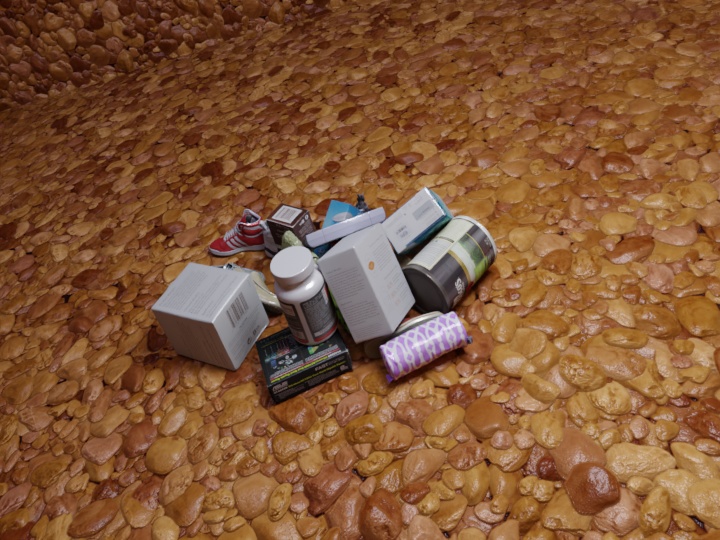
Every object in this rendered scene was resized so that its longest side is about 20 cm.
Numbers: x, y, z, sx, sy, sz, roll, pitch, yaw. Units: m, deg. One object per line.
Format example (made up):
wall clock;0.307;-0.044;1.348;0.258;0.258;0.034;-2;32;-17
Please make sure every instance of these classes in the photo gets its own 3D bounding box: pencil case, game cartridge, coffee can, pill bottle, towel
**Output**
pencil case;0.137;0.162;1.397;0.195;0.087;0.085;-22;44;-5
game cartridge;-0.038;-0.097;1.546;0.195;0.041;0.133;-21;-2;-8
coffee can;0.203;-0.009;1.512;0.144;0.149;0.200;24;55;39
pill bottle;-0.123;0.055;1.425;0.112;0.203;0.118;-9;40;8
towel;-0.151;0.019;1.584;0.036;0.205;0.148;-16;40;-32

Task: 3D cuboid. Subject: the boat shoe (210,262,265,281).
boat shoe;-0.355;0.017;1.754;0.195;0.073;0.071;-3;42;17

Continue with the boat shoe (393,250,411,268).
boat shoe;0.063;-0.009;1.627;0.196;0.064;0.074;9;79;34

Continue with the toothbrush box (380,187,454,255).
toothbrush box;0.143;-0.114;1.580;0.145;0.200;0.086;-38;81;12

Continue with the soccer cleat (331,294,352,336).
soccer cleat;-0.030;0.088;1.562;0.079;0.069;0.200;-21;38;-23

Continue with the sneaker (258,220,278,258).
sneaker;-0.185;-0.095;1.779;0.194;0.117;0.076;-1;42;19

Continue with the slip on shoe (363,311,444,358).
slip on shoe;0.097;0.133;1.459;0.195;0.075;0.062;-21;36;5

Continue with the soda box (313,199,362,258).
soda box;-0.066;-0.069;1.653;0.067;0.064;0.205;16;85;39

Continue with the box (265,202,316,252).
box;-0.160;-0.064;1.670;0.098;0.203;0.075;16;51;34

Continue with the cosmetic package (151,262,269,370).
cosmetic package;-0.360;0.108;1.583;0.195;0.169;0.169;10;47;28

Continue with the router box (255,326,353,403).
router box;-0.130;0.192;1.482;0.195;0.063;0.151;-23;40;-5

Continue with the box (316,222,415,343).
box;0.016;0.026;1.430;0.104;0.204;0.152;-19;13;31

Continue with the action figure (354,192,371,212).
action figure;-0.013;-0.122;1.747;0.099;0.121;0.204;-8;46;3

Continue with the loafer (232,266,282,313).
loafer;-0.268;0.043;1.663;0.196;0.076;0.069;26;72;22

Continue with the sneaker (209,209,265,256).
sneaker;-0.354;-0.109;1.860;0.194;0.114;0.072;-8;40;12
